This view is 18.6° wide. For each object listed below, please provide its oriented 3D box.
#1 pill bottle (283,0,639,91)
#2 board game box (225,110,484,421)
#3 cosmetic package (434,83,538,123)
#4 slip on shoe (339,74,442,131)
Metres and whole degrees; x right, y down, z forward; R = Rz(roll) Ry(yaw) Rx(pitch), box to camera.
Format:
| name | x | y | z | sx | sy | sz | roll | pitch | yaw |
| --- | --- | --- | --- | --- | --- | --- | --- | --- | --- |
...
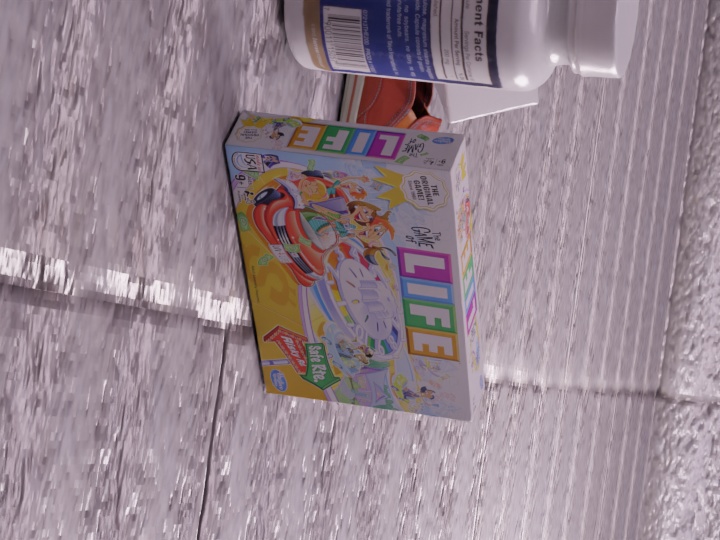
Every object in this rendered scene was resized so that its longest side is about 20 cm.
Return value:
| name | x | y | z | sx | sy | sz | roll | pitch | yaw |
| --- | --- | --- | --- | --- | --- | --- | --- | --- | --- |
| pill bottle | 0.063 | -0.167 | 1.324 | 0.111 | 0.200 | 0.111 | 7 | 90 | -75 |
| board game box | 0.000 | 0.000 | 1.297 | 0.034 | 0.134 | 0.200 | -67 | 158 | -44 |
| cosmetic package | 0.075 | -0.213 | 1.527 | 0.200 | 0.071 | 0.101 | 81 | -5 | -46 |
| slip on shoe | 0.022 | -0.093 | 1.475 | 0.074 | 0.061 | 0.200 | -8 | 106 | -76 |
